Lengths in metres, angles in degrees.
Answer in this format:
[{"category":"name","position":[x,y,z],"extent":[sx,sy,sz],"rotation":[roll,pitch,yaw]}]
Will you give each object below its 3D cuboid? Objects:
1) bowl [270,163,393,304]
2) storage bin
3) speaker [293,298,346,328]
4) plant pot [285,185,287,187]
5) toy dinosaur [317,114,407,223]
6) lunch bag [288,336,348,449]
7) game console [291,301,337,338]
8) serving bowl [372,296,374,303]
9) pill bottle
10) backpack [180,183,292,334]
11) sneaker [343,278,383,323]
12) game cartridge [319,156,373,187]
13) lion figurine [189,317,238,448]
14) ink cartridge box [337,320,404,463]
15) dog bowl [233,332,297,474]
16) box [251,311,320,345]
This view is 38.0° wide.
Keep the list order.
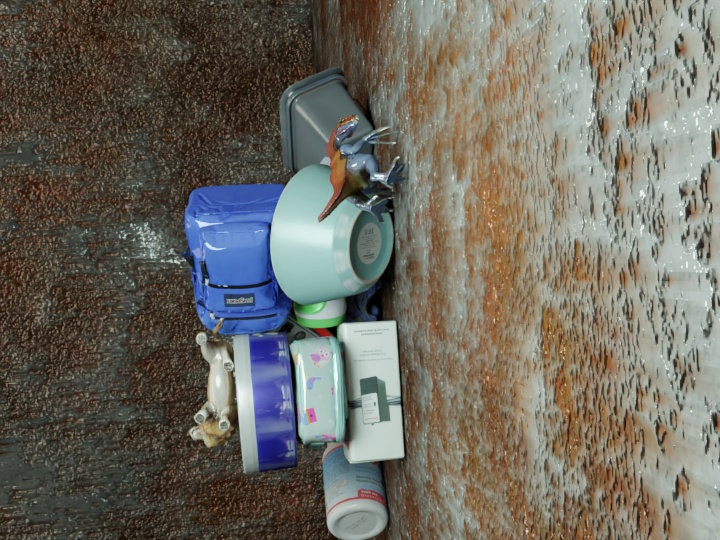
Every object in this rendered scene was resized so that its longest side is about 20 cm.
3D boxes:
[{"category":"bowl","position":[-0.026,-0.045,1.473],"extent":[0.200,0.104,0.203],"rotation":[-16,-71,-52]},{"category":"storage bin","position":[-0.039,-0.215,1.756],"extent":[0.135,0.145,0.201],"rotation":[52,157,28]},{"category":"speaker","position":[-0.063,-0.020,1.591],"extent":[0.089,0.087,0.203],"rotation":[-111,19,-75]},{"category":"plant pot","position":[-0.081,-0.057,2.094],"extent":[0.201,0.198,0.186],"rotation":[96,158,-64]},{"category":"toy dinosaur","position":[-0.014,-0.144,1.350],"extent":[0.181,0.198,0.106],"rotation":[36,120,43]},{"category":"lunch bag","position":[-0.063,0.181,1.536],"extent":[0.200,0.076,0.163],"rotation":[126,138,-80]},{"category":"game console","position":[-0.088,0.043,1.743],"extent":[0.177,0.031,0.200],"rotation":[41,-169,-18]},{"category":"serving bowl","position":[-0.021,0.021,1.833],"extent":[0.200,0.065,0.202],"rotation":[155,90,-89]},{"category":"pill bottle","position":[-0.013,0.372,1.876],"extent":[0.201,0.107,0.110],"rotation":[-98,7,-47]},{"category":"backpack","position":[-0.177,-0.004,1.514],"extent":[0.168,0.160,0.202],"rotation":[-87,-3,-60]},{"category":"sneaker","position":[0.000,0.000,1.673],"extent":[0.076,0.077,0.202],"rotation":[-66,-19,-58]},{"category":"game cartridge","position":[-0.057,-0.072,1.678],"extent":[0.040,0.133,0.202],"rotation":[21,89,42]},{"category":"lion figurine","position":[-0.206,0.164,1.522],"extent":[0.122,0.072,0.203],"rotation":[-64,-17,-87]},{"category":"ink cartridge box","position":[0.013,0.179,1.568],"extent":[0.147,0.082,0.203],"rotation":[145,122,-84]},{"category":"dog bowl","position":[-0.140,0.193,1.535],"extent":[0.200,0.078,0.203],"rotation":[175,90,-84]},{"category":"box","position":[-0.106,0.095,1.724],"extent":[0.199,0.060,0.117],"rotation":[36,-167,-38]}]
